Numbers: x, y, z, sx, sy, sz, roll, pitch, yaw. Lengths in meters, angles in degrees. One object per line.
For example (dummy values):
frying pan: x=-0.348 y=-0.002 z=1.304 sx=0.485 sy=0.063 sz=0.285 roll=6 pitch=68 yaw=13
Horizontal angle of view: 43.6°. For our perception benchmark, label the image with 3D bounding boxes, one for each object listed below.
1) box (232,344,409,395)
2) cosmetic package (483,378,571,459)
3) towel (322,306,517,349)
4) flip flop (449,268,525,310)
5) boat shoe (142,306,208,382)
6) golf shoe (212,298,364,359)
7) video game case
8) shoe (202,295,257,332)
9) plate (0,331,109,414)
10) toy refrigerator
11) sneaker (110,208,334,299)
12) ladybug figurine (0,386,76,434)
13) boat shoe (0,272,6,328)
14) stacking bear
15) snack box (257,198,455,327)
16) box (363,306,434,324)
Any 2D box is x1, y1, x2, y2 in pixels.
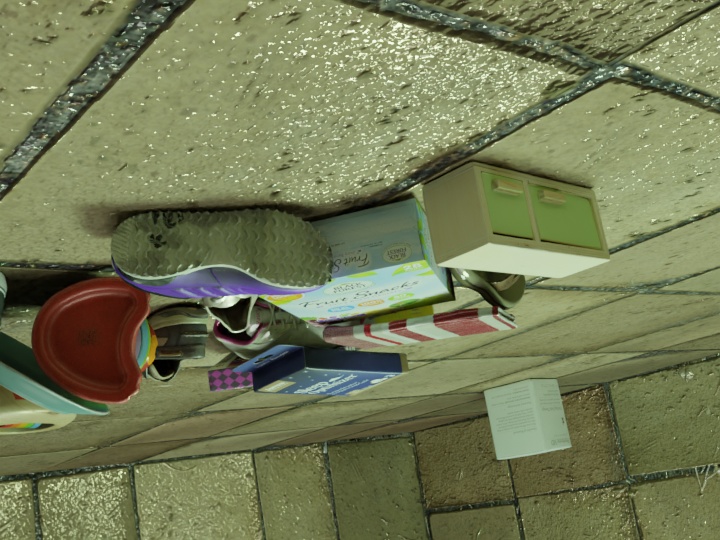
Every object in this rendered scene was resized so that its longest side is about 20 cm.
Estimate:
box: x=-0.051 y=0.129 z=1.144 sx=0.198 sy=0.033 sz=0.121 roll=9 pitch=154 yaw=-37
cosmetic package: x=0.480 y=0.427 z=2.588 sx=0.165 sy=0.203 sz=0.166 roll=-20 pitch=163 yaw=36
towel: x=0.071 y=0.064 z=1.028 sx=0.197 sy=0.023 sz=0.144 roll=-9 pitch=170 yaw=17
flip flop: x=0.146 y=-0.012 z=0.987 sx=0.057 sy=0.082 sz=0.199 roll=-30 pitch=153 yaw=19
boat shoe: x=-0.263 y=0.103 z=1.127 sx=0.074 sy=0.074 sz=0.199 roll=5 pitch=159 yaw=-44
golf shoe: x=-0.090 y=0.065 z=1.107 sx=0.198 sy=0.076 sz=0.091 roll=-16 pitch=161 yaw=19
video game case: x=-0.110 y=0.134 z=1.320 sx=0.197 sy=0.036 sz=0.181 roll=-9 pitch=-177 yaw=3
shoe: x=-0.131 y=0.020 z=0.940 sx=0.069 sy=0.054 sz=0.200 roll=-7 pitch=165 yaw=-9
plate: x=-0.347 y=0.100 z=0.915 sx=0.199 sy=0.026 sz=0.200 roll=33 pitch=172 yaw=5
toy refrigerator: x=0.153 y=-0.043 z=0.845 sx=0.199 sy=0.077 sz=0.070 roll=6 pitch=159 yaw=-44
sneaker: x=-0.126 y=-0.008 z=0.812 sx=0.198 sy=0.070 sz=0.100 roll=5 pitch=160 yaw=-18
ladybug figurine: x=-0.506 y=0.199 z=1.333 sx=0.134 sy=0.073 sz=0.200 roll=-16 pitch=164 yaw=21
boat shoe: x=-0.358 y=0.015 z=0.766 sx=0.068 sy=0.057 sz=0.200 roll=-10 pitch=166 yaw=4
stacking bear: x=-0.271 y=0.076 z=0.968 sx=0.112 sy=0.123 sz=0.200 roll=6 pitch=173 yaw=-3
snack box: x=0.000 y=0.000 z=0.926 sx=0.167 sy=0.069 sz=0.200 roll=-12 pitch=164 yaw=12
box: x=-0.006 y=0.068 z=1.222 sx=0.197 sy=0.049 sz=0.117 roll=-10 pitch=167 yaw=-6
